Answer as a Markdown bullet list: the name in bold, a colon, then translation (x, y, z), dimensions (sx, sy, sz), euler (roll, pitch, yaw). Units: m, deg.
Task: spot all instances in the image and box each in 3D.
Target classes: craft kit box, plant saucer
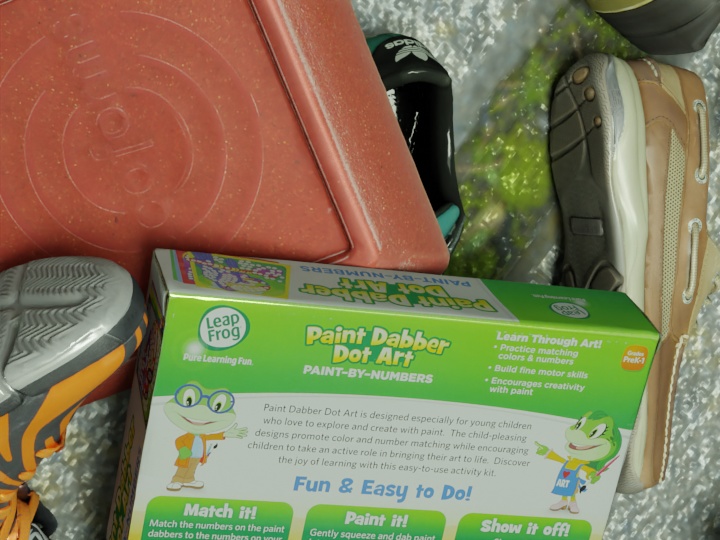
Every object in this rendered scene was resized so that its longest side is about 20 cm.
- **craft kit box**: translation (0.000, 0.097, 0.740), dimensions (0.198, 0.049, 0.199), euler (6, 115, -18)
- **plant saucer**: translation (-0.091, -0.051, 0.728), dimensions (0.199, 0.037, 0.201), euler (-20, 105, 12)

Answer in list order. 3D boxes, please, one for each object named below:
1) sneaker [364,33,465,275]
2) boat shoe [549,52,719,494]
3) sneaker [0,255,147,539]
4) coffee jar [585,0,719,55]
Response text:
- **sneaker**: translation (0.000, 0.000, 0.788), dimensions (0.071, 0.080, 0.202), euler (3, 97, -21)
- **boat shoe**: translation (0.132, 0.002, 0.843), dimensions (0.071, 0.076, 0.202), euler (-5, 101, -21)
- **sneaker**: translation (-0.139, 0.074, 0.728), dimensions (0.199, 0.078, 0.112), euler (-28, 119, 27)
- **coffee jar**: translation (0.102, -0.191, 0.796), dimensions (0.104, 0.085, 0.200), euler (-48, 109, -11)
